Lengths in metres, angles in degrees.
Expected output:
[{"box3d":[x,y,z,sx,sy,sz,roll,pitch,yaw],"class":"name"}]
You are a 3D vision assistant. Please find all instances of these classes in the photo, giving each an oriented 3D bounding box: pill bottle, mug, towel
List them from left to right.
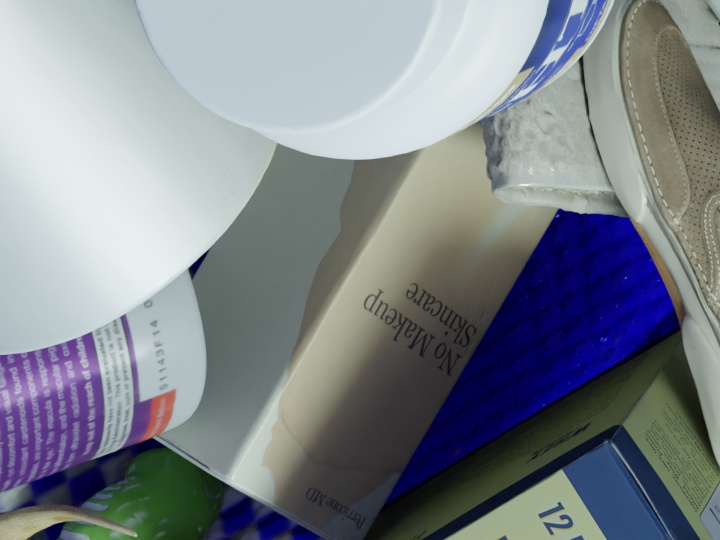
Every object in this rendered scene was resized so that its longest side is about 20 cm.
[{"box3d":[-0.167,0.035,0.956,0.199,0.111,0.112,-19,130,-26],"class":"pill bottle"},{"box3d":[-0.124,-0.091,0.846,0.149,0.187,0.153,-21,130,20],"class":"mug"},{"box3d":[0.006,-0.096,0.790,0.120,0.119,0.200,-63,170,16],"class":"pill bottle"},{"box3d":[0.099,-0.089,1.047,0.200,0.034,0.133,4,75,-55],"class":"towel"}]

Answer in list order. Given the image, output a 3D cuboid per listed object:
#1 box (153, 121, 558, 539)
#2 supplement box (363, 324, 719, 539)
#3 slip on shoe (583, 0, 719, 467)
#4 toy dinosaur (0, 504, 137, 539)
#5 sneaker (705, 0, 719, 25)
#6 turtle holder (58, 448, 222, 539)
[{"box3d":[0.000,0.000,1.054,0.095,0.078,0.201,33,86,-46],"class":"box"},{"box3d":[0.076,0.142,1.045,0.200,0.135,0.200,-34,-179,20],"class":"supplement box"},{"box3d":[0.144,-0.014,0.995,0.060,0.201,0.076,-20,174,34],"class":"slip on shoe"},{"box3d":[-0.167,0.113,1.024,0.101,0.058,0.200,22,138,-24],"class":"toy dinosaur"},{"box3d":[0.200,-0.185,1.087,0.088,0.074,0.201,30,80,-34],"class":"sneaker"},{"box3d":[-0.089,0.184,1.111,0.131,0.186,0.141,-12,161,-41],"class":"turtle holder"}]
